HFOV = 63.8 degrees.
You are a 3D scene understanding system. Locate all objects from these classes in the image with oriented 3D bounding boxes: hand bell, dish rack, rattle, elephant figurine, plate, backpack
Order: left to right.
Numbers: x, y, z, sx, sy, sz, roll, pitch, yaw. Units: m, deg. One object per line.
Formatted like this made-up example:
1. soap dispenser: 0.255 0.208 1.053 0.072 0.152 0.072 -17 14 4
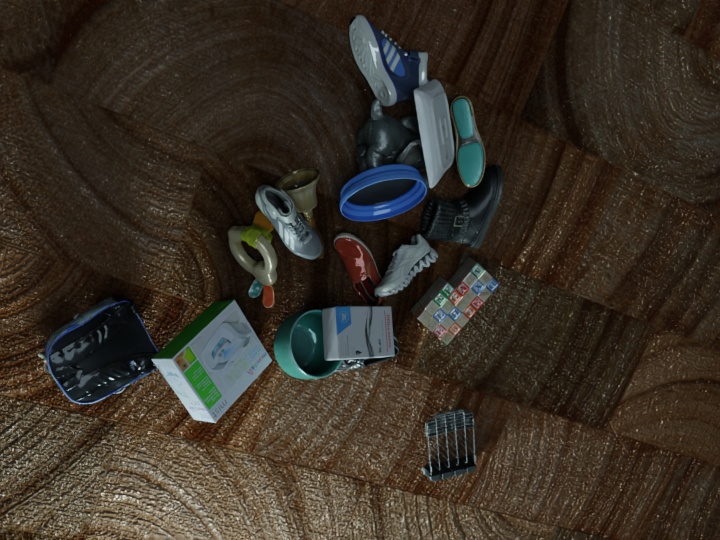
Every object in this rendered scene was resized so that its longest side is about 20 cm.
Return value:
1. backpack: -0.553 0.172 1.225 0.198 0.145 0.187 -33 113 -30
2. rattle: -0.213 -0.039 1.322 0.127 0.144 0.203 -6 128 22
3. hand bell: -0.113 -0.115 1.305 0.102 0.105 0.204 -20 121 -6
4. elephant figurine: 0.096 -0.271 1.280 0.195 0.155 0.146 2 84 -18
5. plate: 0.168 -0.302 1.251 0.032 0.200 0.205 -4 111 22
6. dish rack: 0.241 0.468 1.567 0.149 0.055 0.205 -9 106 -12

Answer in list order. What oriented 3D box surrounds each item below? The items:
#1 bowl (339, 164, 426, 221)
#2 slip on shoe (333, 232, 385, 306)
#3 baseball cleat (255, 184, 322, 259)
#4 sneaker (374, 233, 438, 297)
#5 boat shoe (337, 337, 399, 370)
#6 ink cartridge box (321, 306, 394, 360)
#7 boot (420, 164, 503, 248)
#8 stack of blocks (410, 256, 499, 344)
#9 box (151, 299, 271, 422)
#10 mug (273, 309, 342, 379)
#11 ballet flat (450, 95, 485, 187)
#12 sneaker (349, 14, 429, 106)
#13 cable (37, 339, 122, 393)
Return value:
1. bowl: 0.047 -0.169 1.269 0.195 0.201 0.040 -11 72 -10
2. slip on shoe: 0.000 0.000 1.357 0.073 0.062 0.203 -19 114 26
3. baseball cleat: -0.145 -0.095 1.219 0.200 0.106 0.070 45 78 -22
4. sneaker: 0.095 -0.010 1.361 0.199 0.075 0.082 -40 105 -30
5. boat shoe: 0.005 0.212 1.427 0.195 0.066 0.072 -10 108 -10
6. ink cartridge box: 0.012 0.143 1.337 0.196 0.066 0.119 2 79 -34
7. boot: 0.239 -0.160 1.365 0.154 0.080 0.216 13 103 -16
8. stack of blocks: 0.234 0.067 1.442 0.115 0.059 0.201 40 94 -20
9. box: -0.324 0.198 1.281 0.200 0.095 0.179 -46 117 -40
10. mug: -0.115 0.181 1.353 0.183 0.113 0.155 32 63 -29
11. ballet flat: 0.249 -0.295 1.325 0.067 0.063 0.206 -6 99 14
12. sneaker: 0.073 -0.465 1.249 0.145 0.080 0.204 -28 95 -26
13. cable: -0.625 0.227 1.292 0.097 0.050 0.200 -44 110 -2
